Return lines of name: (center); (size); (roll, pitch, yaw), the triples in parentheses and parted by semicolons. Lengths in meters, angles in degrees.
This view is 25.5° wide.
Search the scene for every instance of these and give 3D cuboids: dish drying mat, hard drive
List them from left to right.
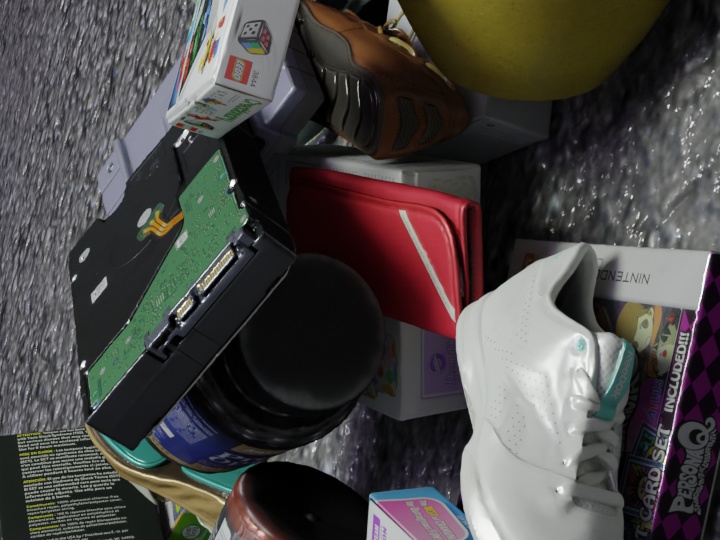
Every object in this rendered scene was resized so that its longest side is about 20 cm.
hard drive: (-0.103, -0.008, 0.878); (0.140, 0.038, 0.200); (-50, 25, 12)
dish drying mat: (0.008, -0.013, 0.893); (0.200, 0.018, 0.077); (16, 113, 59)

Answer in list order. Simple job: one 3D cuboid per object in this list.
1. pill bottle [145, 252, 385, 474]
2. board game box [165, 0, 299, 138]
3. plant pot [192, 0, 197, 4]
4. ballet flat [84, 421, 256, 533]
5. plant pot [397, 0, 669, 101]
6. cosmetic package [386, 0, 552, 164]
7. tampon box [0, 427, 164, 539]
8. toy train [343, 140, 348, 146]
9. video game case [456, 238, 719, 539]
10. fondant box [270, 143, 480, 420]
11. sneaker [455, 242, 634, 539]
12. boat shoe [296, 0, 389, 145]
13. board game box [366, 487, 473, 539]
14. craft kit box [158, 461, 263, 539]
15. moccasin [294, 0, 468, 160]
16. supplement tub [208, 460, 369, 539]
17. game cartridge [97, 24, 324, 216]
pill bottle: (-0.061, 0.053, 0.924); (0.200, 0.111, 0.113); (150, 130, -65)
board game box: (-0.049, -0.175, 0.817); (0.126, 0.034, 0.202); (170, 115, -73)
plant pot: (-0.074, -0.289, 1.162); (0.196, 0.196, 0.200); (-47, 1, 5)
ballet flat: (-0.128, 0.152, 1.151); (0.199, 0.068, 0.063); (23, 127, 37)
plant pot: (0.091, -0.175, 0.836); (0.200, 0.198, 0.143); (-115, 21, -53)
cosmetic package: (0.069, -0.166, 1.001); (0.151, 0.051, 0.202); (-15, 64, 60)
tampon box: (-0.221, 0.244, 1.254); (0.200, 0.125, 0.151); (-114, 25, -52)
toy train: (-0.074, -0.036, 1.113); (0.084, 0.116, 0.201); (9, 70, 36)
video game case: (0.113, 0.086, 0.796); (0.181, 0.036, 0.202); (8, 85, 66)
fondant box: (0.000, 0.000, 0.992); (0.200, 0.058, 0.146); (16, 109, 62)
sneaker: (0.095, 0.070, 0.725); (0.088, 0.075, 0.201); (-42, 39, 32)
boat shoe: (-0.021, -0.150, 1.155); (0.200, 0.072, 0.062); (-52, 30, 32)
board game box: (0.057, 0.215, 0.783); (0.200, 0.040, 0.154); (-146, 57, -61)
craft kit box: (-0.111, 0.082, 1.254); (0.198, 0.048, 0.201); (-57, 31, 29)
moccasin: (0.005, -0.124, 0.984); (0.201, 0.077, 0.074); (-144, 54, -60)
supplement tub: (-0.066, 0.228, 1.009); (0.201, 0.106, 0.107); (-65, 27, 22)
game cartridge: (-0.103, -0.082, 1.020); (0.200, 0.038, 0.130); (-50, 39, 30)
